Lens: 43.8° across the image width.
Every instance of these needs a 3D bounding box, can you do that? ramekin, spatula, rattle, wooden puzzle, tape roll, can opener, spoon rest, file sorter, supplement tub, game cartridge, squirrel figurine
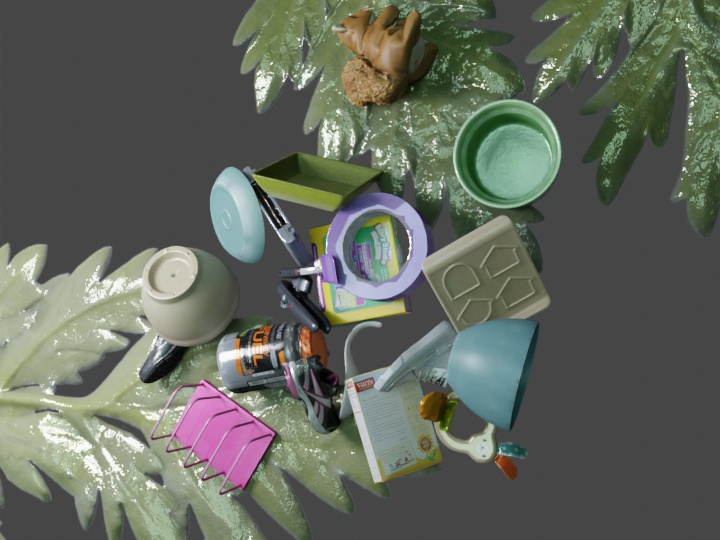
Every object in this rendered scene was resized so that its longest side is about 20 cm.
[{"bbox_3d":[0.279,-0.209,1.671,0.198,0.098,0.202,-1,86,18],"label":"ramekin"},{"bbox_3d":[-0.103,0.000,1.737,0.199,0.020,0.057,-5,95,50],"label":"spatula"},{"bbox_3d":[0.212,0.299,1.641,0.130,0.143,0.200,-35,70,-5],"label":"rattle"},{"bbox_3d":[0.232,0.020,1.660,0.184,0.046,0.201,-29,109,4],"label":"wooden puzzle"},{"bbox_3d":[0.037,-0.043,1.696,0.198,0.066,0.202,-2,84,16],"label":"tape roll"},{"bbox_3d":[-0.115,0.067,1.756,0.200,0.063,0.079,-126,42,-53],"label":"can opener"},{"bbox_3d":[-0.013,0.190,1.747,0.060,0.099,0.201,17,82,4],"label":"spoon rest"},{"bbox_3d":[-0.302,0.336,1.807,0.199,0.125,0.140,33,97,17],"label":"file sorter"},{"bbox_3d":[-0.173,0.170,1.778,0.198,0.122,0.124,-12,83,16],"label":"supplement tub"},{"bbox_3d":[-0.164,-0.103,1.782,0.041,0.133,0.201,-31,63,-6],"label":"game cartridge"},{"bbox_3d":[0.023,-0.422,1.752,0.186,0.141,0.201,26,92,24],"label":"squirrel figurine"}]

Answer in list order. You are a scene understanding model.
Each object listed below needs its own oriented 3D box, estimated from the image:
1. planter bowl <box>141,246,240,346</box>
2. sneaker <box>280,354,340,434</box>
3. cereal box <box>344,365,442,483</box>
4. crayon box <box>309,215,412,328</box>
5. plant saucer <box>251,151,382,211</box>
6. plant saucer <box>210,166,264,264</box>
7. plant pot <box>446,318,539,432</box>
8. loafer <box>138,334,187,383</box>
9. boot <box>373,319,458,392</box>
[{"bbox_3d":[-0.359,0.034,1.805,0.199,0.135,0.202,-7,60,12],"label":"planter bowl"},{"bbox_3d":[-0.073,0.237,1.714,0.086,0.200,0.081,-25,45,4],"label":"sneaker"},{"bbox_3d":[0.063,0.284,1.693,0.039,0.143,0.201,-33,71,58],"label":"cereal box"},{"bbox_3d":[0.000,0.000,1.768,0.171,0.058,0.202,-11,82,16],"label":"crayon box"},{"bbox_3d":[-0.083,-0.169,1.749,0.199,0.200,0.048,14,114,18],"label":"plant saucer"},{"bbox_3d":[-0.256,-0.106,1.802,0.200,0.036,0.201,33,132,46],"label":"plant saucer"},{"bbox_3d":[0.230,0.172,1.603,0.134,0.200,0.202,15,91,15],"label":"plant pot"},{"bbox_3d":[-0.400,0.150,1.885,0.070,0.068,0.201,40,93,24],"label":"loafer"},{"bbox_3d":[0.124,0.184,1.673,0.200,0.074,0.096,-38,78,-21],"label":"boot"}]
